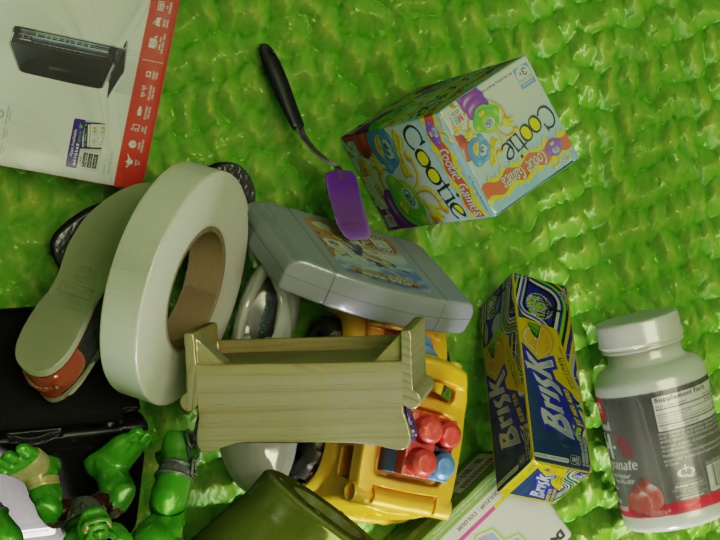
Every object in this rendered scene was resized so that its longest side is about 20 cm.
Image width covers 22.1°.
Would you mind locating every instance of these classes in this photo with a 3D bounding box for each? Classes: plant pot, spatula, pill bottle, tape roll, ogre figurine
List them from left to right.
[{"bbox_3d":[-0.216,0.199,1.475,0.199,0.098,0.121,-1,58,-34],"label":"ogre figurine"},{"bbox_3d":[-0.151,0.011,1.526,0.037,0.203,0.204,17,77,18],"label":"tape roll"},{"bbox_3d":[-0.080,0.277,1.517,0.200,0.200,0.194,36,91,-20],"label":"plant pot"},{"bbox_3d":[-0.044,-0.117,1.650,0.056,0.020,0.201,-9,67,-61],"label":"spatula"},{"bbox_3d":[0.287,0.142,1.775,0.110,0.111,0.202,-14,93,-25],"label":"pill bottle"}]

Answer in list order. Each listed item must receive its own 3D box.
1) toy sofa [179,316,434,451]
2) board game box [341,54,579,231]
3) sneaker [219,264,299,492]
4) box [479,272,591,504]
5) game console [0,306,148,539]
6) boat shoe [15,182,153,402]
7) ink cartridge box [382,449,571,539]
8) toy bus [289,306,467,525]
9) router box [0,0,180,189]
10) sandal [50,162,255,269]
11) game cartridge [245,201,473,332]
[{"bbox_3d":[-0.043,0.092,1.511,0.198,0.083,0.099,-2,96,10],"label":"toy sofa"},{"bbox_3d":[0.085,-0.110,1.642,0.105,0.200,0.104,-34,102,-23],"label":"board game box"},{"bbox_3d":[-0.091,0.092,1.601,0.074,0.089,0.202,1,81,1],"label":"sneaker"},{"bbox_3d":[0.158,0.107,1.689,0.064,0.070,0.201,13,52,-23],"label":"box"},{"bbox_3d":[-0.291,0.136,1.551,0.198,0.116,0.177,-4,119,-25],"label":"game console"},{"bbox_3d":[-0.215,0.017,1.525,0.201,0.071,0.063,-60,155,-23],"label":"boat shoe"},{"bbox_3d":[0.132,0.289,1.713,0.148,0.076,0.201,-41,103,-21],"label":"ink cartridge box"},{"bbox_3d":[0.033,0.122,1.612,0.135,0.192,0.202,14,80,-22],"label":"toy bus"},{"bbox_3d":[-0.253,-0.181,1.543,0.178,0.049,0.202,9,98,-25],"label":"router box"},{"bbox_3d":[-0.181,-0.036,1.604,0.199,0.043,0.077,-22,105,-32],"label":"sandal"},{"bbox_3d":[0.000,0.000,1.626,0.199,0.133,0.042,14,108,-32],"label":"game cartridge"}]
